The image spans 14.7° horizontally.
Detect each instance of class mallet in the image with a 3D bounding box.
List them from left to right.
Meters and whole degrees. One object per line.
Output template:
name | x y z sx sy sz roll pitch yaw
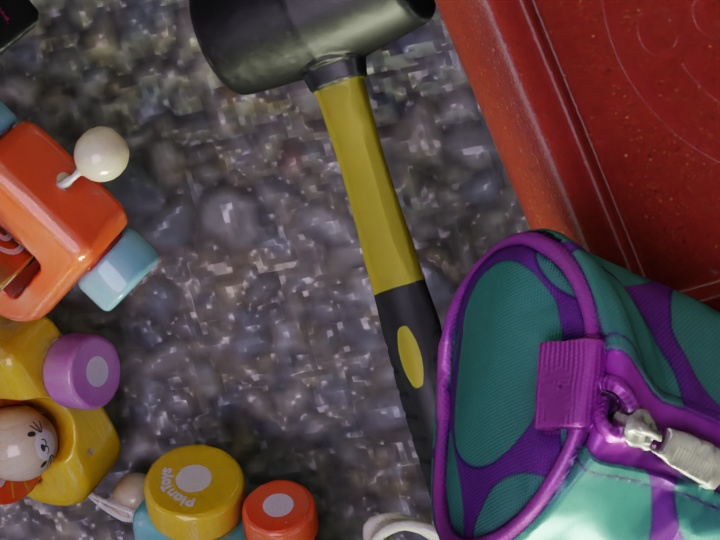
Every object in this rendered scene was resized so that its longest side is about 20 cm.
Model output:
mallet | 0.000 0.000 0.782 0.066 0.041 0.201 -11 87 23

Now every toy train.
toy train | -0.069 0.050 0.807 0.200 0.056 0.150 46 145 -7

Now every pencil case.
pencil case | 0.114 0.060 0.691 0.199 0.092 0.085 19 88 -20

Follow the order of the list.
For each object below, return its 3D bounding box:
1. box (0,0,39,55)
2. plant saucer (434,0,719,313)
box | -0.203 -0.091 0.707 0.132 0.115 0.200 -36 96 25
plant saucer | 0.113 -0.075 0.675 0.199 0.037 0.200 -16 113 18
